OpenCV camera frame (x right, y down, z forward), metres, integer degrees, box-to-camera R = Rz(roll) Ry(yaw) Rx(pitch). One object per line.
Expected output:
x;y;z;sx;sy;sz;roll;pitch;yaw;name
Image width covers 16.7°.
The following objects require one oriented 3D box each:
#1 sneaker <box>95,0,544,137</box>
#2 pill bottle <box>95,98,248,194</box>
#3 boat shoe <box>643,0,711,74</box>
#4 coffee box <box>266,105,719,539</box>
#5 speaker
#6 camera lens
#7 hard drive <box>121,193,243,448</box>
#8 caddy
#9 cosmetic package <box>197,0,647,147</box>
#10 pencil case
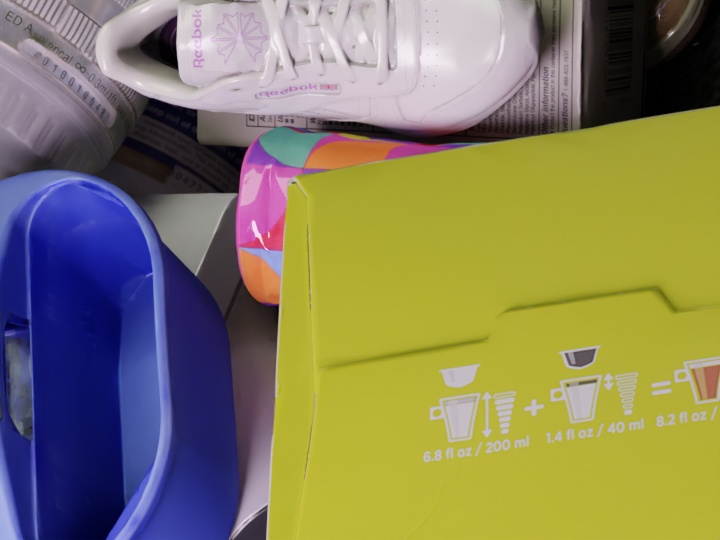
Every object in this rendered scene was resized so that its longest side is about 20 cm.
-0.020;-0.091;1.044;0.200;0.100;0.075;-1;95;29;sneaker
-0.077;-0.105;1.274;0.120;0.120;0.200;5;63;50;pill bottle
0.070;-0.125;1.162;0.200;0.076;0.072;-7;52;44;boat shoe
0.091;0.088;0.792;0.199;0.198;0.200;-9;49;14;coffee box
-0.052;0.075;1.120;0.081;0.081;0.200;-44;36;11;speaker
-0.153;-0.150;1.163;0.160;0.160;0.200;5;64;50;camera lens
-0.132;0.026;1.167;0.200;0.027;0.132;2;65;53;hard drive
-0.131;0.056;1.023;0.141;0.105;0.200;-18;59;19;caddy
0.026;-0.104;1.114;0.200;0.071;0.105;7;100;29;cosmetic package
0.047;-0.016;1.032;0.200;0.088;0.089;6;61;22;pencil case
